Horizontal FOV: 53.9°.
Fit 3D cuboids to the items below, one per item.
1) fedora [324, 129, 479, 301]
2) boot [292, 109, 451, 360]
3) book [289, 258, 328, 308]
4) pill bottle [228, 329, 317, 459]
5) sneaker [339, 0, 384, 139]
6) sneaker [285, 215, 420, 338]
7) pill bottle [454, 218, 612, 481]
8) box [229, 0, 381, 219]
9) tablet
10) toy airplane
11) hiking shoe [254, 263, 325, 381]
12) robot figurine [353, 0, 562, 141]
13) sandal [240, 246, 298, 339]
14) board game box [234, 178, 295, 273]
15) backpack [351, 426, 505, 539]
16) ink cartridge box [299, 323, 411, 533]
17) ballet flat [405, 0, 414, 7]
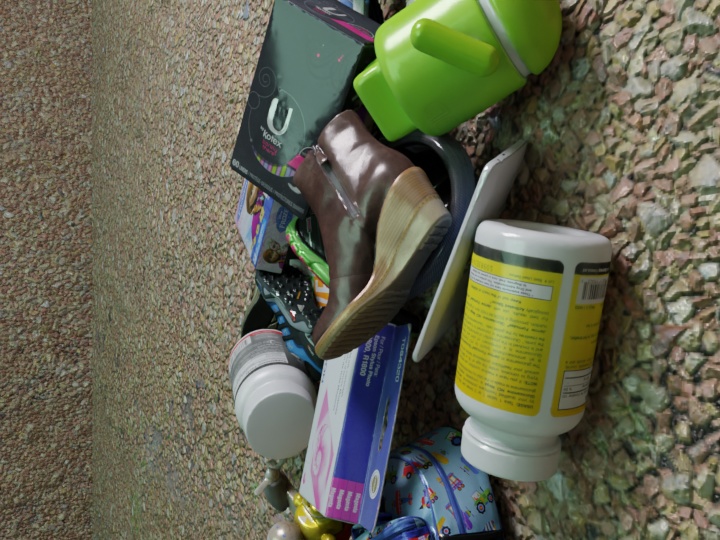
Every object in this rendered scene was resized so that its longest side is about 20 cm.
[{"bbox_3d":[0.059,-0.051,0.748,0.200,0.089,0.178,-47,52,30],"label":"fedora"},{"bbox_3d":[-0.016,-0.034,0.695,0.167,0.072,0.201,47,109,29],"label":"boot"},{"bbox_3d":[-0.027,0.053,0.948,0.199,0.047,0.136,2,92,56],"label":"book"},{"bbox_3d":[-0.122,0.169,0.989,0.200,0.112,0.116,-130,48,-68],"label":"pill bottle"},{"bbox_3d":[-0.013,-0.233,0.868,0.076,0.076,0.204,0,84,21],"label":"sneaker"},{"bbox_3d":[0.000,0.000,0.817,0.200,0.084,0.077,45,178,5],"label":"sneaker"},{"bbox_3d":[0.139,0.064,0.597,0.112,0.111,0.204,22,108,57],"label":"pill bottle"},{"bbox_3d":[-0.047,-0.179,0.778,0.121,0.106,0.202,34,121,20],"label":"box"},{"bbox_3d":[0.104,-0.018,0.663,0.014,0.130,0.203,26,118,16],"label":"tablet"},{"bbox_3d":[-0.059,0.332,0.894,0.199,0.139,0.203,-23,77,51],"label":"toy airplane"},{"bbox_3d":[-0.090,0.065,0.938,0.200,0.073,0.088,45,128,43],"label":"hiking shoe"},{"bbox_3d":[0.092,-0.201,0.642,0.198,0.176,0.116,-28,105,24],"label":"robot figurine"},{"bbox_3d":[-0.136,0.033,1.109,0.057,0.079,0.204,-133,56,-70],"label":"sandal"},{"bbox_3d":[-0.123,-0.128,0.995,0.200,0.041,0.203,-129,54,-62],"label":"board game box"},{"bbox_3d":[0.060,0.267,0.709,0.182,0.133,0.203,-43,53,51],"label":"backpack"},{"bbox_3d":[-0.012,0.154,0.749,0.200,0.043,0.200,148,135,-73],"label":"ink cartridge box"},{"bbox_3d":[0.067,-0.260,0.770,0.201,0.062,0.069,-60,42,39],"label":"ballet flat"}]
